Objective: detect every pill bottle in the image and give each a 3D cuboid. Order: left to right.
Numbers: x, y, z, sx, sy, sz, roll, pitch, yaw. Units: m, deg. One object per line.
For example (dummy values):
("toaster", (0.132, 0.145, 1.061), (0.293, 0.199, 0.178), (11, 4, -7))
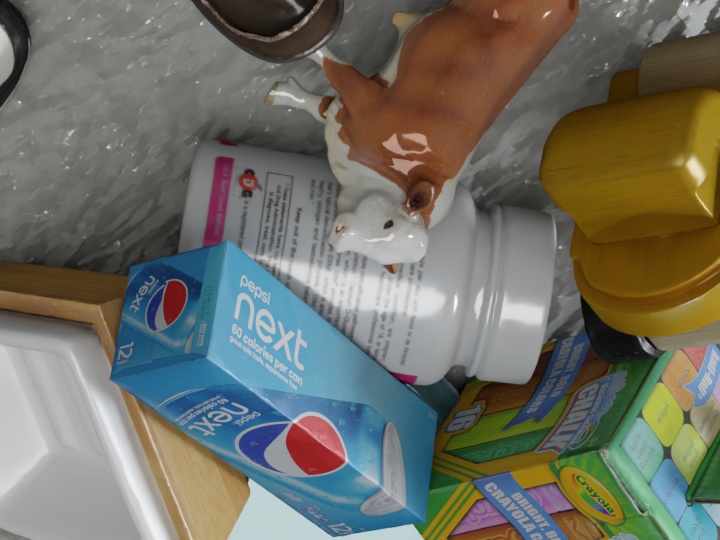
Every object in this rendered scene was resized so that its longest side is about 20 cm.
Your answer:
("pill bottle", (0.000, 0.000, 1.234), (0.198, 0.114, 0.114), (9, 111, -4))

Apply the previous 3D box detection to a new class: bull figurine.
("bull figurine", (0.026, -0.095, 1.176), (0.121, 0.065, 0.200), (37, 73, 8))

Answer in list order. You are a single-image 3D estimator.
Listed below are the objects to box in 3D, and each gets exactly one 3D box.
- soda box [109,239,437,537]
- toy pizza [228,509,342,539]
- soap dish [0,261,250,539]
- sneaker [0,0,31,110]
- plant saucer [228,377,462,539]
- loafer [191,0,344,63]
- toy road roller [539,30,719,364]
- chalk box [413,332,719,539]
("soda box", (-0.039, 0.065, 1.171), (0.064, 0.068, 0.200), (-13, 144, 32))
("toy pizza", (-0.071, 0.234, 1.361), (0.198, 0.032, 0.202), (-1, 106, -4))
("soap dish", (-0.152, 0.073, 1.228), (0.081, 0.199, 0.158), (-32, 113, -31))
("sneaker", (-0.258, -0.073, 1.222), (0.199, 0.080, 0.074), (-37, 106, 11))
("plant saucer", (-0.021, 0.133, 1.311), (0.198, 0.027, 0.202), (-1, 98, -7))
("loafer", (-0.083, -0.190, 1.144), (0.073, 0.071, 0.201), (-38, 81, 5))
("toy road roller", (0.165, -0.058, 1.151), (0.122, 0.201, 0.146), (-8, 143, 31))
("chalk box", (0.144, 0.111, 1.226), (0.199, 0.125, 0.124), (-20, 114, 43))
